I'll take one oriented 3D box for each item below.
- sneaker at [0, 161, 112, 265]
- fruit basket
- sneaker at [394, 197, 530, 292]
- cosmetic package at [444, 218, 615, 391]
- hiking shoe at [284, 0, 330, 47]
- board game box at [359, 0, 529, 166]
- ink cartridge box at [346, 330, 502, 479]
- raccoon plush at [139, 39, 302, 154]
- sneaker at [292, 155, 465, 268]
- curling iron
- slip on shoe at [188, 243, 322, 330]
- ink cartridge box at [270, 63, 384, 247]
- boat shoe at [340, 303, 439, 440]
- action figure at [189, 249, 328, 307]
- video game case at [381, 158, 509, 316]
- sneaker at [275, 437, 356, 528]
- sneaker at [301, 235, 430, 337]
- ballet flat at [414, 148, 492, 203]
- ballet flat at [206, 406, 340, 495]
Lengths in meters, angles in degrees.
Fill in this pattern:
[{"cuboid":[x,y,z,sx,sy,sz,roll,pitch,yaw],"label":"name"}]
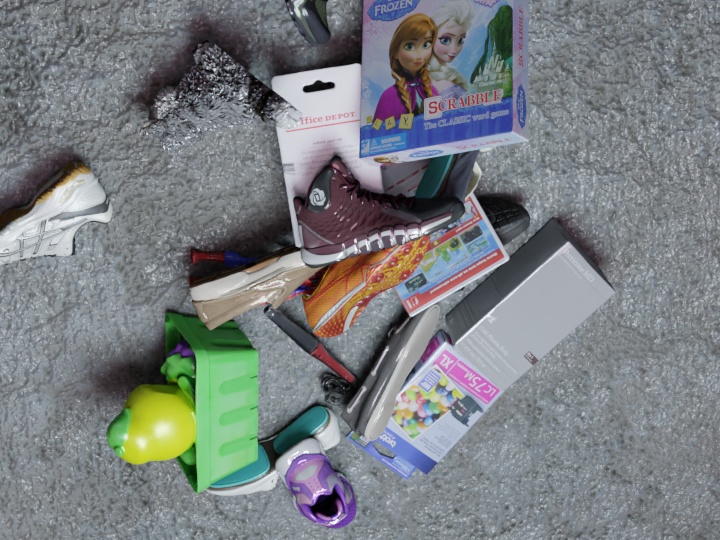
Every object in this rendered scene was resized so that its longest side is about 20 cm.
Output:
[{"cuboid":[-0.383,-0.038,1.604,0.199,0.076,0.088,-34,115,7],"label":"sneaker"},{"cuboid":[-0.230,0.171,1.681,0.213,0.155,0.218,-11,118,-21],"label":"fruit basket"},{"cuboid":[0.125,-0.023,1.711,0.198,0.076,0.091,-24,127,7],"label":"sneaker"},{"cuboid":[0.217,0.045,1.741,0.107,0.090,0.200,41,105,-21],"label":"cosmetic package"},{"cuboid":[-0.045,-0.352,1.518,0.100,0.076,0.202,-12,115,0],"label":"hiking shoe"},{"cuboid":[0.091,-0.229,1.501,0.198,0.202,0.041,-7,165,33],"label":"board game box"},{"cuboid":[0.087,0.190,1.812,0.119,0.042,0.200,36,106,-22],"label":"ink cartridge box"},{"cuboid":[-0.169,-0.173,1.523,0.097,0.200,0.134,38,91,-36],"label":"raccoon plush"},{"cuboid":[0.012,-0.082,1.535,0.198,0.076,0.117,-16,97,10],"label":"sneaker"},{"cuboid":[-0.063,0.109,1.729,0.050,0.025,0.200,-52,130,-17],"label":"curling iron"},{"cuboid":[-0.106,0.014,1.625,0.198,0.076,0.061,-20,99,-2],"label":"slip on shoe"},{"cuboid":[-0.035,-0.139,1.601,0.114,0.067,0.202,-8,101,3],"label":"ink cartridge box"},{"cuboid":[0.035,0.122,1.752,0.057,0.067,0.202,29,98,23],"label":"boat shoe"},{"cuboid":[-0.113,0.006,1.689,0.198,0.052,0.066,0,110,-12],"label":"action figure"},{"cuboid":[0.073,-0.066,1.653,0.142,0.017,0.201,-30,88,5],"label":"video game case"},{"cuboid":[-0.046,0.304,1.783,0.080,0.089,0.201,-35,144,-5],"label":"sneaker"},{"cuboid":[0.000,0.000,1.627,0.199,0.078,0.073,-38,152,24],"label":"sneaker"},{"cuboid":[0.123,-0.145,1.615,0.073,0.073,0.202,30,70,-21],"label":"ballet flat"},{"cuboid":[-0.111,0.254,1.797,0.199,0.070,0.070,-31,116,3],"label":"ballet flat"}]
